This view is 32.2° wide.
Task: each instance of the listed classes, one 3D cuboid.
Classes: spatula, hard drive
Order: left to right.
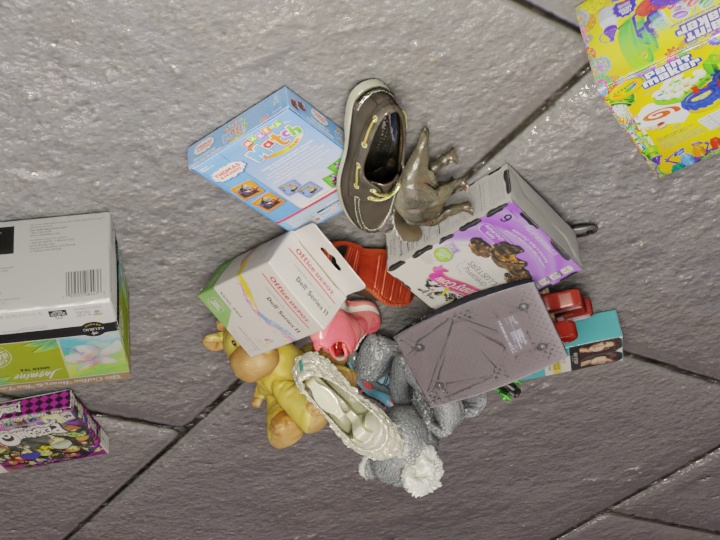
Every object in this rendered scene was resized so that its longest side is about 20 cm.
[{"bbox_3d":[0.157,0.091,1.632,0.198,0.042,0.136,-22,114,15],"label":"hard drive"},{"bbox_3d":[0.222,-0.038,1.683,0.198,0.021,0.057,-14,141,6],"label":"spatula"}]

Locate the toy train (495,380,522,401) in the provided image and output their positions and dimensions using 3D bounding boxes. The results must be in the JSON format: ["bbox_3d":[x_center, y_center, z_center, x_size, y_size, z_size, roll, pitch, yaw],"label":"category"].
[{"bbox_3d":[0.158,0.129,1.849,0.199,0.056,0.042,36,87,-19],"label":"toy train"}]

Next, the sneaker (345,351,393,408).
[{"bbox_3d":[0.043,0.149,1.901,0.096,0.079,0.200,-47,131,6],"label":"sneaker"}]

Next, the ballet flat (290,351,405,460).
[{"bbox_3d":[-0.019,0.193,1.663,0.200,0.072,0.072,44,127,-14],"label":"ballet flat"}]

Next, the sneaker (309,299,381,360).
[{"bbox_3d":[-0.028,0.084,1.718,0.073,0.088,0.200,-12,167,22],"label":"sneaker"}]

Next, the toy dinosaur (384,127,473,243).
[{"bbox_3d":[0.077,-0.092,1.508,0.101,0.077,0.200,-24,157,-7],"label":"toy dinosaur"}]

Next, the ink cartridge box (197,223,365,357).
[{"bbox_3d":[-0.101,0.027,1.580,0.199,0.067,0.117,-24,113,45],"label":"ink cartridge box"}]

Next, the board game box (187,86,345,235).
[{"bbox_3d":[-0.081,-0.122,1.469,0.150,0.037,0.199,-27,144,26],"label":"board game box"}]

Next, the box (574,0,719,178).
[{"bbox_3d":[0.364,-0.228,1.333,0.199,0.123,0.192,-23,145,22],"label":"box"}]

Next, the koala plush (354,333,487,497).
[{"bbox_3d":[0.078,0.220,1.784,0.183,0.202,0.176,33,162,-37],"label":"koala plush"}]

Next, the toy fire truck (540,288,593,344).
[{"bbox_3d":[0.230,0.069,1.784,0.198,0.113,0.168,-16,165,12],"label":"toy fire truck"}]

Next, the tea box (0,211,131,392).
[{"bbox_3d":[-0.396,0.043,1.558,0.198,0.135,0.197,-6,148,-4],"label":"tea box"}]

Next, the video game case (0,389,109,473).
[{"bbox_3d":[-0.514,0.254,1.942,0.198,0.036,0.182,-11,148,3],"label":"video game case"}]

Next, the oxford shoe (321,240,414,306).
[{"bbox_3d":[0.000,0.000,1.668,0.072,0.072,0.199,4,166,42],"label":"oxford shoe"}]

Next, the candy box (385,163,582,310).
[{"bbox_3d":[0.158,-0.024,1.620,0.199,0.072,0.167,-30,131,28],"label":"candy box"}]

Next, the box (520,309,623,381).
[{"bbox_3d":[0.301,0.120,1.916,0.198,0.050,0.083,-12,147,6],"label":"box"}]

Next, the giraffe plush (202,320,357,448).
[{"bbox_3d":[-0.123,0.122,1.742,0.173,0.200,0.162,-46,125,-4],"label":"giraffe plush"}]

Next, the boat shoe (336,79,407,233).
[{"bbox_3d":[0.016,-0.117,1.427,0.071,0.061,0.203,-18,135,-20],"label":"boat shoe"}]
